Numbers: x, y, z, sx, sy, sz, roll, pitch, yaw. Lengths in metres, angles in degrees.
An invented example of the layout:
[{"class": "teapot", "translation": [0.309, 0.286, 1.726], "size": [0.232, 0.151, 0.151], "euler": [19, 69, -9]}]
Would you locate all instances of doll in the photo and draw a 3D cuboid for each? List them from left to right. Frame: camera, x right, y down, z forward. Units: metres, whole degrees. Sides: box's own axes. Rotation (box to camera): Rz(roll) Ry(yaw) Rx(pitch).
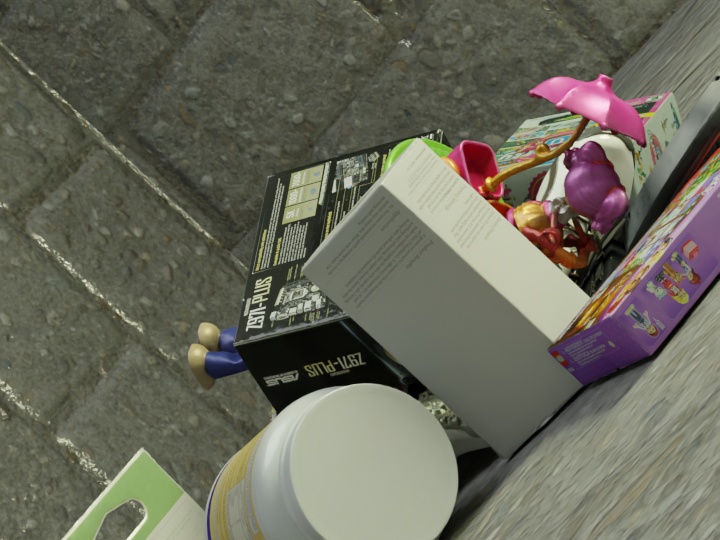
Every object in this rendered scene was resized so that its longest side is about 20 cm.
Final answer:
[{"class": "doll", "translation": [-0.045, 0.051, 1.799], "size": [0.198, 0.049, 0.137], "euler": [-18, 23, 18]}]

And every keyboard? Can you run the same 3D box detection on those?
[{"class": "keyboard", "translation": [0.201, 0.000, 1.747], "size": [0.127, 0.021, 0.200], "euler": [-48, 2, 12]}]

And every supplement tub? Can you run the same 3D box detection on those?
[{"class": "supplement tub", "translation": [-0.022, 0.167, 1.528], "size": [0.146, 0.145, 0.200], "euler": [-49, 2, -26]}]

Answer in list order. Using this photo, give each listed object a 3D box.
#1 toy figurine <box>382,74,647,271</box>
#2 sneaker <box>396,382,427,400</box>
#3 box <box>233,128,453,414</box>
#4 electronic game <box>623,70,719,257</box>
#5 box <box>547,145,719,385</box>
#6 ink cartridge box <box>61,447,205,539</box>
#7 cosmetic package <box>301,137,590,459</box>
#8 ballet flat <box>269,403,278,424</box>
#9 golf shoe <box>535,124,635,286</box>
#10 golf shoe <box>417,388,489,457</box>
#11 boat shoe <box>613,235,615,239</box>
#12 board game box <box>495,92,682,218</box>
[{"class": "toy figurine", "translation": [0.138, -0.058, 1.604], "size": [0.149, 0.201, 0.184], "euler": [7, -34, -46]}, {"class": "sneaker", "translation": [0.058, 0.122, 1.718], "size": [0.201, 0.083, 0.121], "euler": [-64, 14, -13]}, {"class": "box", "translation": [0.000, 0.000, 1.713], "size": [0.162, 0.086, 0.201], "euler": [-14, 40, 20]}, {"class": "electronic game", "translation": [0.257, -0.089, 1.590], "size": [0.201, 0.041, 0.200], "euler": [-53, -10, -14]}, {"class": "box", "translation": [0.215, -0.018, 1.415], "size": [0.200, 0.039, 0.137], "euler": [-49, 2, -17]}, {"class": "ink cartridge box", "translation": [-0.144, 0.258, 1.655], "size": [0.048, 0.200, 0.146], "euler": [-42, 5, 45]}, {"class": "cosmetic package", "translation": [0.071, 0.021, 1.512], "size": [0.108, 0.200, 0.085], "euler": [-45, 4, 34]}, {"class": "ballet flat", "translation": [-0.055, 0.148, 1.733], "size": [0.064, 0.075, 0.200], "euler": [-50, 10, 29]}, {"class": "golf shoe", "translation": [0.168, -0.021, 1.740], "size": [0.201, 0.077, 0.095], "euler": [-63, 7, 12]}, {"class": "golf shoe", "translation": [0.052, 0.139, 1.639], "size": [0.199, 0.098, 0.078], "euler": [-8, 13, 46]}, {"class": "boat shoe", "translation": [0.131, 0.004, 1.913], "size": [0.198, 0.074, 0.069], "euler": [-17, -12, -7]}, {"class": "board game box", "translation": [0.197, -0.093, 1.901], "size": [0.146, 0.065, 0.200], "euler": [-11, 16, 23]}]
